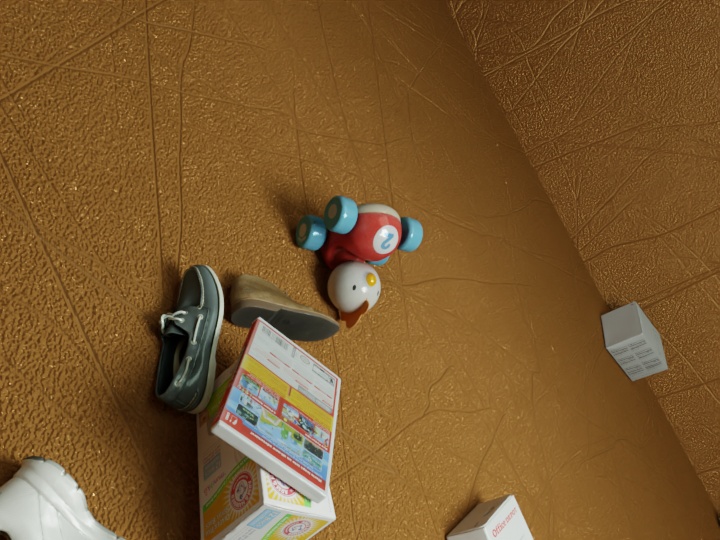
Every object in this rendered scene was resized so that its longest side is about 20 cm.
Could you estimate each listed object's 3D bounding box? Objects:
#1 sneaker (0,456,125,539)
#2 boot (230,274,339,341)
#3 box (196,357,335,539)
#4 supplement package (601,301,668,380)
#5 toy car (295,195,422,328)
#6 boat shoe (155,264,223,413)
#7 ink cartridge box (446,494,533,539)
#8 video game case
[{"bbox_3d":[-0.266,0.269,0.533,0.200,0.074,0.087,49,45,-5],"label":"sneaker"},{"bbox_3d":[-0.113,0.058,0.902,0.199,0.074,0.076,23,37,-40],"label":"boot"},{"bbox_3d":[-0.118,0.216,0.679,0.101,0.112,0.201,30,27,-37],"label":"box"},{"bbox_3d":[1.048,0.271,2.228,0.200,0.147,0.192,47,35,-19],"label":"supplement package"},{"bbox_3d":[0.000,0.000,1.021,0.183,0.176,0.202,12,67,-36],"label":"toy car"},{"bbox_3d":[-0.220,0.076,0.734,0.062,0.072,0.202,27,49,-45],"label":"boat shoe"},{"bbox_3d":[0.249,0.517,1.006,0.144,0.084,0.202,-6,71,-55],"label":"ink cartridge box"},{"bbox_3d":[-0.087,0.151,0.672,0.143,0.017,0.200,40,21,-16],"label":"video game case"}]
